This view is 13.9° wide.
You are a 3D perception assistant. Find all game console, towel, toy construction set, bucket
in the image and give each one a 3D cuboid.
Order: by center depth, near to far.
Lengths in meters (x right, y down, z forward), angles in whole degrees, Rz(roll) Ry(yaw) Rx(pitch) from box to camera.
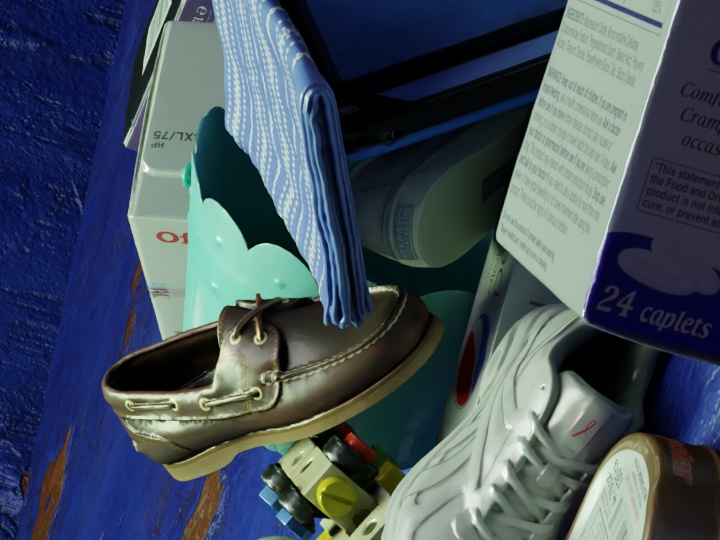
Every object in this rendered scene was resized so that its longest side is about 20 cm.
[{"bbox_3d":[-0.043,-0.078,1.429,0.200,0.024,0.145,-121,17,-51],"label":"towel"},{"bbox_3d":[0.013,0.139,1.454,0.092,0.131,0.200,-52,12,-16],"label":"toy construction set"},{"bbox_3d":[0.050,-0.141,1.456,0.171,0.200,0.118,-154,45,-77],"label":"game console"},{"bbox_3d":[0.000,0.000,1.581,0.207,0.207,0.135,-90,11,-52],"label":"bucket"}]

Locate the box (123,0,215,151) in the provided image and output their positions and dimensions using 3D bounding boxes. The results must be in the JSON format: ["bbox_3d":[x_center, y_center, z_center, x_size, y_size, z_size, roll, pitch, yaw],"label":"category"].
[{"bbox_3d":[-0.037,-0.136,1.918,0.104,0.200,0.148,-87,16,-45],"label":"box"}]

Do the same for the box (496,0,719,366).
[{"bbox_3d":[0.146,-0.076,1.213,0.184,0.105,0.200,-128,53,-76],"label":"box"}]

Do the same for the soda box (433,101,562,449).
[{"bbox_3d":[0.092,0.020,1.444,0.068,0.064,0.200,-171,97,-80],"label":"soda box"}]

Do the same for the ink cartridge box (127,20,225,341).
[{"bbox_3d":[-0.048,-0.035,1.811,0.200,0.147,0.146,82,-166,-58],"label":"ink cartridge box"}]

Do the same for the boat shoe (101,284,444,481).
[{"bbox_3d":[-0.049,0.048,1.467,0.200,0.070,0.070,-25,23,37],"label":"boat shoe"}]

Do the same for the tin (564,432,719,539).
[{"bbox_3d":[0.104,0.161,1.274,0.112,0.042,0.200,-89,18,-65],"label":"tin"}]

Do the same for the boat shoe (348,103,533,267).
[{"bbox_3d":[0.052,-0.060,1.503,0.201,0.071,0.070,-33,-50,-52],"label":"boat shoe"}]

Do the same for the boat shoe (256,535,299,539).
[{"bbox_3d":[-0.052,0.231,1.588,0.065,0.074,0.202,-131,36,-63],"label":"boat shoe"}]

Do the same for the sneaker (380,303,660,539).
[{"bbox_3d":[0.076,0.086,1.329,0.200,0.078,0.099,-63,12,-26],"label":"sneaker"}]
